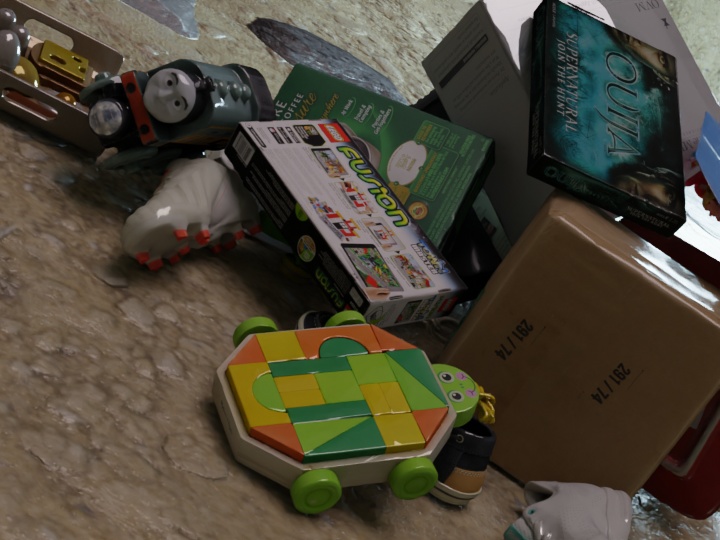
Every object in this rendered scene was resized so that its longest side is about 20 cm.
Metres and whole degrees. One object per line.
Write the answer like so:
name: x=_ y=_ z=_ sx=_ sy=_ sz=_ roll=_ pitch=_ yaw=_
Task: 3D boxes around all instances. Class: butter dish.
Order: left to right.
butter dish: x=0.278 y=0.077 z=1.295 sx=0.199 sy=0.201 sz=0.148 roll=35 pitch=20 yaw=24

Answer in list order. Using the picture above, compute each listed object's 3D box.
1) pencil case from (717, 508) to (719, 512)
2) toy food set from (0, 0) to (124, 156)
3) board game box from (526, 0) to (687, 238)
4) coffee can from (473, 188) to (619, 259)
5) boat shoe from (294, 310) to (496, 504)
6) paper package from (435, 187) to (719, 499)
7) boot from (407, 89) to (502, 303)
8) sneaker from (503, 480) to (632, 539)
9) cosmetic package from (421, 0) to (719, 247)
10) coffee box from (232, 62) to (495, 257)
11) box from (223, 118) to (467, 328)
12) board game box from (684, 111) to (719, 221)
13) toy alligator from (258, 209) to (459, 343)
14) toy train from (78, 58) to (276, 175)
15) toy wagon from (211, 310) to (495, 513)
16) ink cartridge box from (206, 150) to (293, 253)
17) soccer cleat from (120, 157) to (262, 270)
pencil case: x=0.344 y=0.152 z=1.410 sx=0.090 sy=0.083 sz=0.200 roll=-10 pitch=16 yaw=14
toy food set: x=-0.274 y=-0.181 z=1.304 sx=0.143 sy=0.061 sz=0.200 roll=25 pitch=22 yaw=-17
board game box: x=0.202 y=-0.129 z=1.234 sx=0.135 sy=0.028 sz=0.201 roll=22 pitch=46 yaw=-16
coffee can: x=0.175 y=-0.019 z=1.462 sx=0.200 sy=0.147 sz=0.146 roll=45 pitch=24 yaw=29
boat shoe: x=0.027 y=0.088 z=1.125 sx=0.074 sy=0.062 sz=0.200 roll=2 pitch=34 yaw=-51
paper package: x=0.175 y=0.067 z=1.185 sx=0.190 sy=0.200 sz=0.103 roll=35 pitch=21 yaw=5
boot: x=0.090 y=-0.071 z=1.383 sx=0.066 sy=0.164 sz=0.200 roll=55 pitch=12 yaw=-52
sneaker: x=0.141 y=0.201 z=1.043 sx=0.088 sy=0.076 sz=0.200 roll=19 pitch=15 yaw=1
cosmetic package: x=0.198 y=-0.149 z=1.358 sx=0.199 sy=0.123 sz=0.201 roll=-19 pitch=78 yaw=-31
coffee box: x=0.004 y=-0.093 z=1.309 sx=0.199 sy=0.123 sz=0.044 roll=22 pitch=-24 yaw=15
box: x=-0.013 y=-0.041 z=1.201 sx=0.110 sy=0.035 sz=0.200 roll=-7 pitch=51 yaw=-43
board game box: x=0.311 y=-0.041 z=1.252 sx=0.158 sy=0.039 sz=0.200 roll=53 pitch=26 yaw=-8
toy alligator: x=0.000 y=0.000 z=1.287 sx=0.200 sy=0.059 sz=0.054 roll=30 pitch=20 yaw=-5
toy train: x=-0.146 y=-0.129 z=1.226 sx=0.200 sy=0.114 sz=0.086 roll=-7 pitch=77 yaw=-75
toy wagon: x=0.002 y=0.088 z=1.029 sx=0.199 sy=0.040 sz=0.155 roll=-4 pitch=43 yaw=-22
ink cartridge box: x=-0.067 y=-0.068 z=1.396 sx=0.160 sy=0.050 sz=0.200 roll=26 pitch=39 yaw=-16
soccer cleat: x=-0.140 y=-0.050 z=1.175 sx=0.078 sy=0.069 sz=0.200 roll=62 pitch=18 yaw=4
